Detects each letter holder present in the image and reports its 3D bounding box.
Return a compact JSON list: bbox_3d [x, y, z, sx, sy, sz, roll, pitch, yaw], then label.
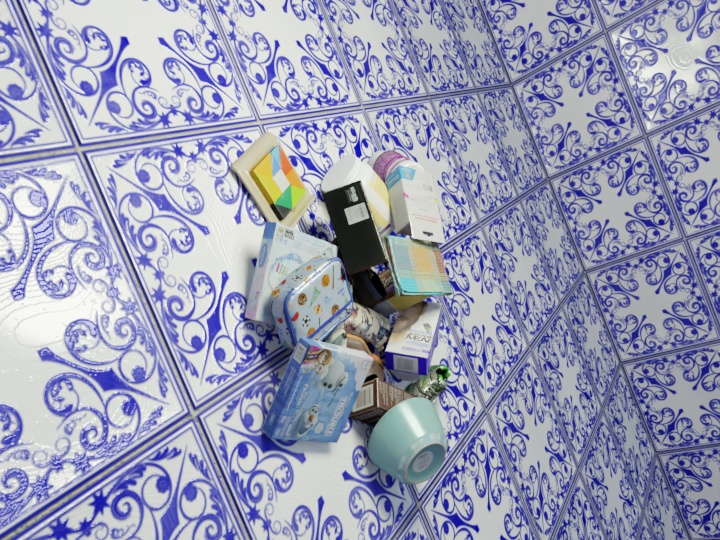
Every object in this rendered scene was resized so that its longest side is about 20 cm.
[{"bbox_3d":[-0.009,-0.083,1.457,0.142,0.098,0.206,76,-5,-75],"label":"letter holder"}]

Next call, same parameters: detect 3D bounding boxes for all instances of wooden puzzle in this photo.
[{"bbox_3d":[-0.197,-0.208,1.436,0.202,0.037,0.187,54,39,-20],"label":"wooden puzzle"}]

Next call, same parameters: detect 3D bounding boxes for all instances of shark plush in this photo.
[{"bbox_3d":[-0.088,0.212,1.332,0.203,0.082,0.091,-57,144,-16],"label":"shark plush"}]

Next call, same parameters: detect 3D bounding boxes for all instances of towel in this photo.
[{"bbox_3d":[0.141,-0.010,1.468,0.196,0.021,0.151,3,66,-43],"label":"towel"}]

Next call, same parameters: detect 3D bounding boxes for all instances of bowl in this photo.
[{"bbox_3d":[0.125,0.409,1.405,0.199,0.204,0.105,29,8,-41],"label":"bowl"}]

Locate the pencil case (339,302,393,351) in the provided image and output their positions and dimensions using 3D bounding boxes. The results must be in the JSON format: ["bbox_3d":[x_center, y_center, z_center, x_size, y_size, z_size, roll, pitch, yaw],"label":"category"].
[{"bbox_3d":[-0.005,0.128,1.489,0.197,0.077,0.092,26,39,-44],"label":"pencil case"}]

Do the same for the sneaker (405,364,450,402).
[{"bbox_3d":[0.183,0.316,1.639,0.079,0.084,0.201,57,38,-15],"label":"sneaker"}]

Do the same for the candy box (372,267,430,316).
[{"bbox_3d":[0.101,0.040,1.568,0.056,0.197,0.119,39,45,-27],"label":"candy box"}]

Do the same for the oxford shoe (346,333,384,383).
[{"bbox_3d":[-0.005,0.217,1.438,0.199,0.071,0.074,39,27,-35],"label":"oxford shoe"}]

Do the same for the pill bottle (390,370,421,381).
[{"bbox_3d":[0.147,0.186,1.633,0.113,0.109,0.202,54,39,-19],"label":"pill bottle"}]

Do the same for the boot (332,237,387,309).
[{"bbox_3d":[0.000,0.000,1.542,0.074,0.095,0.206,-24,93,-54],"label":"boot"}]

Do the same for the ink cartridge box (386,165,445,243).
[{"bbox_3d":[0.140,-0.154,1.558,0.112,0.067,0.206,7,63,-34],"label":"ink cartridge box"}]

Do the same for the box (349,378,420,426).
[{"bbox_3d":[0.068,0.331,1.464,0.198,0.098,0.077,33,45,-40],"label":"box"}]

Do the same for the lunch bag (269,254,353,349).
[{"bbox_3d":[-0.096,0.071,1.292,0.199,0.074,0.165,-37,123,-38],"label":"lunch bag"}]

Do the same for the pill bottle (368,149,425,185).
[{"bbox_3d":[0.097,-0.275,1.722,0.112,0.113,0.200,38,4,-34],"label":"pill bottle"}]

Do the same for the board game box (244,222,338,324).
[{"bbox_3d":[-0.145,0.022,1.327,0.197,0.042,0.206,20,79,-48],"label":"board game box"}]

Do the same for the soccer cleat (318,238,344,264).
[{"bbox_3d":[-0.120,-0.050,1.455,0.197,0.065,0.085,24,28,-40],"label":"soccer cleat"}]

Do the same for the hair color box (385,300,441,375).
[{"bbox_3d":[0.135,0.161,1.520,0.202,0.106,0.067,-65,156,-51],"label":"hair color box"}]

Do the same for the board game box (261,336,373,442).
[{"bbox_3d":[-0.084,0.252,1.259,0.196,0.043,0.205,18,97,-47],"label":"board game box"}]

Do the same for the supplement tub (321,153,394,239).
[{"bbox_3d":[0.004,-0.188,1.599,0.200,0.143,0.148,45,42,-29],"label":"supplement tub"}]
